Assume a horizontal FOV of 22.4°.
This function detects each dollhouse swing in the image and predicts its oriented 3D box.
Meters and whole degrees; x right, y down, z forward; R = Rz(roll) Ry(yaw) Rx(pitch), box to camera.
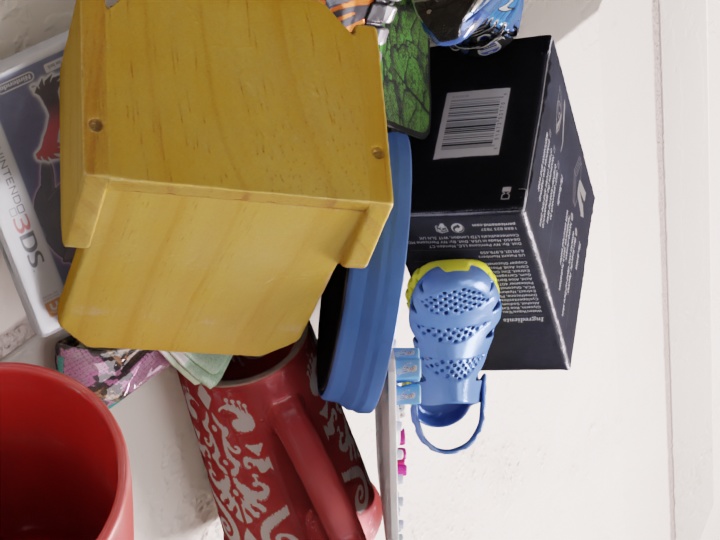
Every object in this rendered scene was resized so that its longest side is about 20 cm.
[{"bbox_3d":[-0.103,-0.061,1.192,0.198,0.176,0.183,3,67,-20],"label":"dollhouse swing"}]

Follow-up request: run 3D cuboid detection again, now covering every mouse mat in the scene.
[{"bbox_3d":[0.010,-0.210,1.377,0.160,0.007,0.202,14,71,-54],"label":"mouse mat"}]

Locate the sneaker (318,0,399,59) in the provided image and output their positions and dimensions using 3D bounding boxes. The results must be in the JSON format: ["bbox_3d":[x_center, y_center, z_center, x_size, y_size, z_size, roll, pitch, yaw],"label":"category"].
[{"bbox_3d":[-0.043,-0.157,1.241,0.111,0.077,0.202,14,93,-31],"label":"sneaker"}]

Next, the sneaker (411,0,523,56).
[{"bbox_3d":[0.097,-0.210,1.441,0.200,0.078,0.090,-52,132,-60],"label":"sneaker"}]

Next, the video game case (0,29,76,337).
[{"bbox_3d":[-0.157,-0.077,1.206,0.199,0.023,0.183,-28,119,-20],"label":"video game case"}]

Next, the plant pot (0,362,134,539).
[{"bbox_3d":[-0.232,0.192,1.199,0.200,0.200,0.178,-45,148,-29],"label":"plant pot"}]

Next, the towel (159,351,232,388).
[{"bbox_3d":[-0.132,-0.033,1.281,0.200,0.023,0.153,46,67,-30],"label":"towel"}]

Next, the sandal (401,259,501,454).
[{"bbox_3d":[0.074,0.072,1.437,0.201,0.079,0.088,88,-3,-47],"label":"sandal"}]

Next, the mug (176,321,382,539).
[{"bbox_3d":[-0.050,0.133,1.413,0.134,0.176,0.201,-47,136,-37],"label":"mug"}]

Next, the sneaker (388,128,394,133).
[{"bbox_3d":[-0.001,-0.105,1.447,0.096,0.078,0.201,-61,151,-45],"label":"sneaker"}]

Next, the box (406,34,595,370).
[{"bbox_3d":[0.115,-0.053,1.511,0.201,0.116,0.198,67,28,-44],"label":"box"}]

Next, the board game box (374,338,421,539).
[{"bbox_3d":[0.028,0.112,1.384,0.200,0.026,0.202,-98,-174,-65],"label":"board game box"}]

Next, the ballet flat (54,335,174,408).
[{"bbox_3d":[-0.141,0.030,1.327,0.199,0.069,0.072,-33,130,-33],"label":"ballet flat"}]

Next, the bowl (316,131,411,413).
[{"bbox_3d":[0.000,0.000,1.294,0.201,0.039,0.203,-173,-90,-83],"label":"bowl"}]
